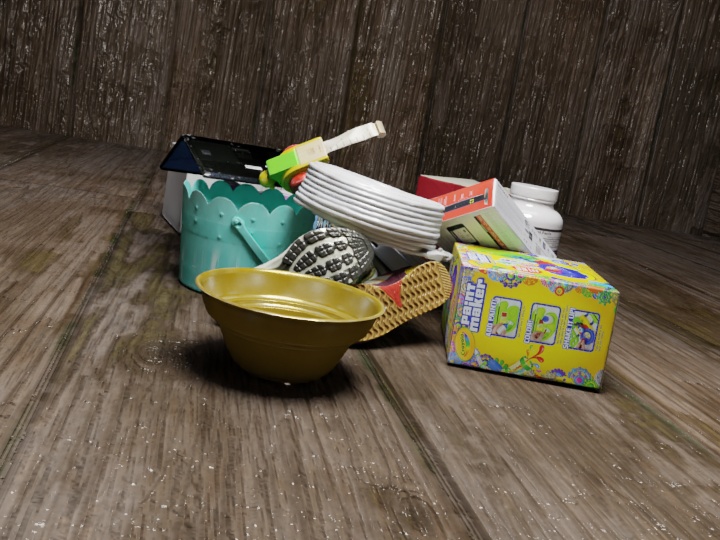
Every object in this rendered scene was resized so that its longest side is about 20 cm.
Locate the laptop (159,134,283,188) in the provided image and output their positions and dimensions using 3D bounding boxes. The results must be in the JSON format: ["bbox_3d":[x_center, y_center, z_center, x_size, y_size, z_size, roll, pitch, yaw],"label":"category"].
[{"bbox_3d":[-0.204,-0.147,1.321,0.174,0.105,0.201,4,33,-32],"label":"laptop"}]

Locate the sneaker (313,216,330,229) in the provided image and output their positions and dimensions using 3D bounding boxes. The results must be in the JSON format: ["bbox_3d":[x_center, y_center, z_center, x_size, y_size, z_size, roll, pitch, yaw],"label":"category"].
[{"bbox_3d":[-0.045,-0.070,1.394,0.089,0.080,0.200,12,-18,38],"label":"sneaker"}]

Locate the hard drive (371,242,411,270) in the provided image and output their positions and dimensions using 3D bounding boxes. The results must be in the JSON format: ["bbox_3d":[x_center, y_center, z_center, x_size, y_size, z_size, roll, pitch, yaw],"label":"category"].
[{"bbox_3d":[0.046,-0.030,1.318,0.132,0.027,0.200,45,6,17],"label":"hard drive"}]

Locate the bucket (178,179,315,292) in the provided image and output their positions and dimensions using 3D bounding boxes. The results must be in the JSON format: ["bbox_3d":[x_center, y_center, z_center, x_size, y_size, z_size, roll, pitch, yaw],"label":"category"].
[{"bbox_3d":[-0.162,-0.044,1.183,0.202,0.138,0.207,9,12,-2],"label":"bucket"}]

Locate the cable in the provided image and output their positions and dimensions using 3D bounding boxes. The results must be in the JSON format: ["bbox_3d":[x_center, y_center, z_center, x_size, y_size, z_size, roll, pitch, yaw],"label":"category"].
[{"bbox_3d":[0.013,-0.083,1.088,0.198,0.071,0.199,14,11,-42],"label":"cable"}]

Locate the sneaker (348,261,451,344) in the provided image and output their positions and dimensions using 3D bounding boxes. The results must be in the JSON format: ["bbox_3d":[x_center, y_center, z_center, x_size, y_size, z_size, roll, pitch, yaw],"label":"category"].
[{"bbox_3d":[0.018,0.046,1.052,0.196,0.077,0.090,-15,-3,-26],"label":"sneaker"}]

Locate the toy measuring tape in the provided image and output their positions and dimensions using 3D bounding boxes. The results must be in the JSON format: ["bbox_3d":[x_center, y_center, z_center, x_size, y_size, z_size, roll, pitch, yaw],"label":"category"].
[{"bbox_3d":[-0.054,-0.159,1.219,0.196,0.075,0.074,-21,11,2],"label":"toy measuring tape"}]

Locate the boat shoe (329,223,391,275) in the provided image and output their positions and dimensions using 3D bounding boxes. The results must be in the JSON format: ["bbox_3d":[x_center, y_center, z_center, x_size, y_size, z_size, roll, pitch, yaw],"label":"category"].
[{"bbox_3d":[0.000,0.000,1.288,0.074,0.073,0.200,37,9,-47],"label":"boat shoe"}]

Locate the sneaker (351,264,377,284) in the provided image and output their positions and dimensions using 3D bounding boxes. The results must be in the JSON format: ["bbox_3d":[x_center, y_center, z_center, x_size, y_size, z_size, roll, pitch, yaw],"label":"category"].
[{"bbox_3d":[-0.029,0.000,1.130,0.075,0.091,0.200,9,22,13],"label":"sneaker"}]

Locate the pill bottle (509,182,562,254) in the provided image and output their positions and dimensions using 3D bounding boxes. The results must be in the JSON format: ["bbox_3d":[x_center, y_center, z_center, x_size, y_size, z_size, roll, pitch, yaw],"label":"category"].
[{"bbox_3d":[0.260,-0.034,1.341,0.110,0.205,0.113,9,10,-2],"label":"pill bottle"}]

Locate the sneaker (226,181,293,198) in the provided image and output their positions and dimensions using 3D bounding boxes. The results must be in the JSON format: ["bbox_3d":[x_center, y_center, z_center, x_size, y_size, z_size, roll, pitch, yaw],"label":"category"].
[{"bbox_3d":[-0.146,-0.085,1.388,0.198,0.074,0.114,6,23,-46],"label":"sneaker"}]

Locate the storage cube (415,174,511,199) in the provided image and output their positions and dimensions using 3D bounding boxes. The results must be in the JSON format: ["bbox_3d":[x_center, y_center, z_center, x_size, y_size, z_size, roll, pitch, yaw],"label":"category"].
[{"bbox_3d":[0.203,-0.063,1.500,0.169,0.184,0.198,19,15,42],"label":"storage cube"}]

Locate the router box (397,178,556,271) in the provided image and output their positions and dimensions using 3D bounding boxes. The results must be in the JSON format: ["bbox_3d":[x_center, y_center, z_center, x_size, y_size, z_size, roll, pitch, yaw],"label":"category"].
[{"bbox_3d":[0.163,-0.033,1.214,0.177,0.050,0.200,-15,-40,34],"label":"router box"}]

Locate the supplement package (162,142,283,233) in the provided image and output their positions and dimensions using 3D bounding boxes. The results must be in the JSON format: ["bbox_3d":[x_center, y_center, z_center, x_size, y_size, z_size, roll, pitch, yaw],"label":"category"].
[{"bbox_3d":[-0.260,-0.150,1.604,0.196,0.151,0.191,6,11,-25],"label":"supplement package"}]

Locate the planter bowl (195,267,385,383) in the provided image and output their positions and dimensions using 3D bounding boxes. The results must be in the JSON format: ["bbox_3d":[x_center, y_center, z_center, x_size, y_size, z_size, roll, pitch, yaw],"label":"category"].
[{"bbox_3d":[-0.076,0.062,0.860,0.196,0.085,0.201,9,10,-2],"label":"planter bowl"}]

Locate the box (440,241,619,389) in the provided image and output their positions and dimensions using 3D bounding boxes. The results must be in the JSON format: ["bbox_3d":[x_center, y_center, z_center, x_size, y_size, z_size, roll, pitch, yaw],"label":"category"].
[{"bbox_3d":[0.207,0.051,1.076,0.188,0.125,0.200,9,11,1],"label":"box"}]

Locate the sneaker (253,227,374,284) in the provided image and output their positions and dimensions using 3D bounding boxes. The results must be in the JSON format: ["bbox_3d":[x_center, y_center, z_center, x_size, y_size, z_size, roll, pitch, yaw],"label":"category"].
[{"bbox_3d":[-0.077,0.007,1.018,0.196,0.078,0.089,-23,-4,-2],"label":"sneaker"}]
